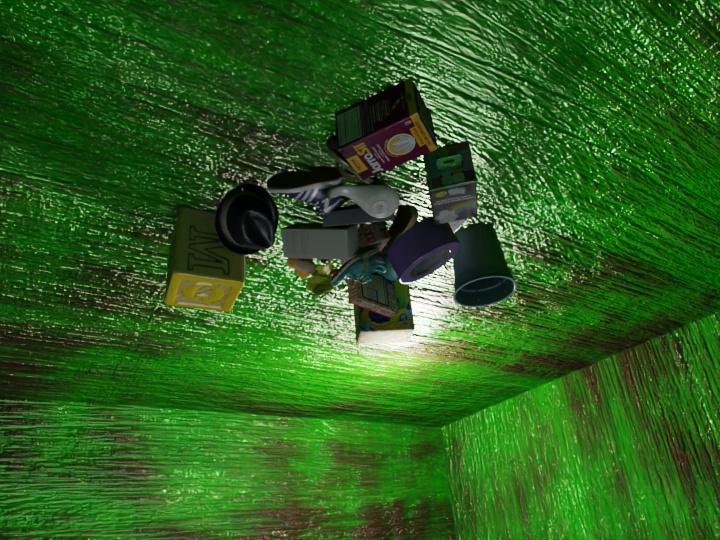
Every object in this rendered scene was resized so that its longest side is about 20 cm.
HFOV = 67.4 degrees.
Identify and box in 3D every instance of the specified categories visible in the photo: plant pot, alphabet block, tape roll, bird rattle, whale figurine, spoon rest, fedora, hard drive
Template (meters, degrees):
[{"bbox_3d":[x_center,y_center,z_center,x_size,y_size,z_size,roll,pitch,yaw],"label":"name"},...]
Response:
[{"bbox_3d":[0.365,-0.022,1.667,0.191,0.203,0.202,-5,151,-3],"label":"plant pot"},{"bbox_3d":[-0.431,-0.026,1.504,0.189,0.207,0.196,8,148,-23],"label":"alphabet block"},{"bbox_3d":[0.175,-0.055,1.501,0.194,0.087,0.201,-26,162,-9],"label":"tape roll"},{"bbox_3d":[-0.138,-0.008,1.570,0.158,0.116,0.200,21,-174,-8],"label":"bird rattle"},{"bbox_3d":[0.126,-0.003,1.752,0.153,0.107,0.201,-13,150,11],"label":"whale figurine"},{"bbox_3d":[0.004,-0.178,1.350,0.192,0.062,0.101,4,138,-13],"label":"spoon rest"},{"bbox_3d":[-0.279,-0.117,1.397,0.195,0.091,0.207,-21,127,-30],"label":"fedora"},{"bbox_3d":[-0.005,-0.152,1.463,0.191,0.044,0.135,-5,-169,4],"label":"hard drive"}]

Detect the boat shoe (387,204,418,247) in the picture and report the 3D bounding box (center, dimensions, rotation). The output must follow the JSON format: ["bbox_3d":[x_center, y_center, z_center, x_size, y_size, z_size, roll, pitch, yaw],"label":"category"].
[{"bbox_3d":[0.135,-0.129,1.574,0.066,0.077,0.201,-1,159,-16],"label":"boat shoe"}]

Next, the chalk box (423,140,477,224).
[{"bbox_3d":[0.226,-0.231,1.354,0.119,0.128,0.202,-9,150,8],"label":"chalk box"}]

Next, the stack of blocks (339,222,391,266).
[{"bbox_3d":[0.001,-0.059,1.633,0.112,0.060,0.201,-20,160,-30],"label":"stack of blocks"}]

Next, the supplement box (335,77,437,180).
[{"bbox_3d":[0.057,-0.309,1.201,0.194,0.107,0.130,-19,149,23],"label":"supplement box"}]

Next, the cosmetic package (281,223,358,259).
[{"bbox_3d":[-0.110,-0.082,1.498,0.192,0.089,0.107,0,-167,16],"label":"cosmetic package"}]

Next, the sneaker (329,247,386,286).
[{"bbox_3d":[0.000,0.000,1.512,0.196,0.082,0.077,-26,175,-35],"label":"sneaker"}]

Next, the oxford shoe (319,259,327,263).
[{"bbox_3d":[-0.092,-0.089,1.621,0.070,0.073,0.200,32,143,-6],"label":"oxford shoe"}]

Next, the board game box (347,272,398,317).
[{"bbox_3d":[0.039,0.055,1.788,0.046,0.157,0.196,-28,144,36],"label":"board game box"}]

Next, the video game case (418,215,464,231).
[{"bbox_3d":[0.210,-0.107,1.588,0.195,0.024,0.183,-15,157,-37],"label":"video game case"}]

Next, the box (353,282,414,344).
[{"bbox_3d":[0.077,0.143,1.907,0.191,0.200,0.123,-2,152,-9],"label":"box"}]

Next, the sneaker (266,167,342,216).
[{"bbox_3d":[-0.138,-0.194,1.382,0.191,0.072,0.111,-7,138,-5],"label":"sneaker"}]

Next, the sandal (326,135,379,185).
[{"bbox_3d":[-0.021,-0.249,1.313,0.056,0.082,0.199,-25,146,24],"label":"sandal"}]
